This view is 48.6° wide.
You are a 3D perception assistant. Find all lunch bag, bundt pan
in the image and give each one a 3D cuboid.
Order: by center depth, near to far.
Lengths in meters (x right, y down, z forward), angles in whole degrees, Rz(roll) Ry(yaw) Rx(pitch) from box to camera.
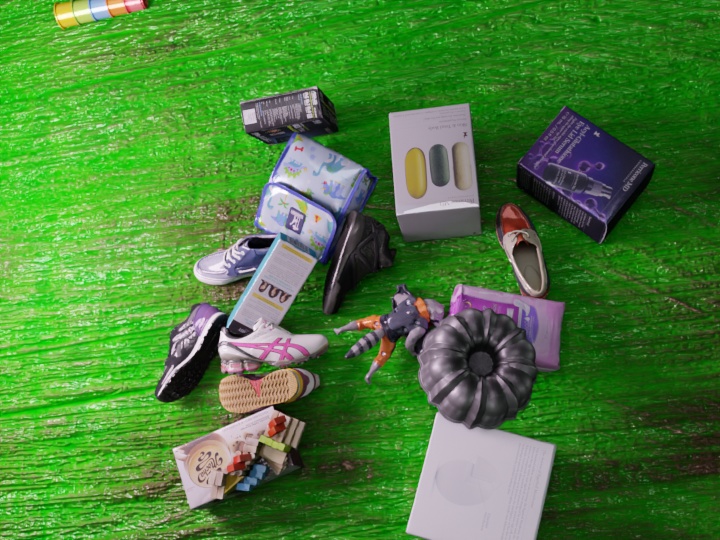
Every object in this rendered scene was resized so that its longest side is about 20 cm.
[{"bbox_3d":[0.194,0.149,1.284,0.200,0.076,0.204,1,69,-3],"label":"bundt pan"},{"bbox_3d":[-0.091,-0.135,1.524,0.169,0.127,0.201,29,93,15],"label":"lunch bag"}]

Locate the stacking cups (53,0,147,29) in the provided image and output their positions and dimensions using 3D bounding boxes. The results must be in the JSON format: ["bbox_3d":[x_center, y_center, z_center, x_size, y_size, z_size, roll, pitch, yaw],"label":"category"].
[{"bbox_3d":[-0.577,-0.585,1.773,0.198,0.061,0.061,-9,72,8],"label":"stacking cups"}]

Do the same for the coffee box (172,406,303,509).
[{"bbox_3d":[-0.216,0.334,1.420,0.199,0.080,0.114,-23,72,3],"label":"coffee box"}]

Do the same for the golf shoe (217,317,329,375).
[{"bbox_3d":[-0.156,0.130,1.432,0.198,0.073,0.093,-7,93,-9],"label":"golf shoe"}]

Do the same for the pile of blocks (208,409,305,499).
[{"bbox_3d":[-0.176,0.319,1.343,0.200,0.062,0.082,-45,73,-4],"label":"pile of blocks"}]

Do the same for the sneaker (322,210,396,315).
[{"bbox_3d":[0.000,0.000,1.483,0.113,0.076,0.201,19,97,-16],"label":"sneaker"}]

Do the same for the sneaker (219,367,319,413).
[{"bbox_3d":[-0.168,0.219,1.458,0.199,0.090,0.076,-10,80,34],"label":"sneaker"}]

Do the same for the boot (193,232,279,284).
[{"bbox_3d":[-0.231,-0.030,1.522,0.198,0.091,0.073,-8,57,5],"label":"boot"}]

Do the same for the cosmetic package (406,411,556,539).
[{"bbox_3d":[0.201,0.362,1.315,0.198,0.123,0.201,14,76,15],"label":"cosmetic package"}]

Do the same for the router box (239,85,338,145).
[{"bbox_3d":[-0.131,-0.293,1.532,0.149,0.200,0.063,-11,91,8],"label":"router box"}]

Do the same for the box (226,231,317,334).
[{"bbox_3d":[-0.163,0.037,1.466,0.082,0.049,0.201,29,103,-15],"label":"box"}]

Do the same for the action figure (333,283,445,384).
[{"bbox_3d":[0.074,0.124,1.423,0.193,0.105,0.201,-34,71,6],"label":"action figure"}]

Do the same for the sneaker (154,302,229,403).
[{"bbox_3d":[-0.332,0.153,1.512,0.087,0.076,0.201,27,76,31],"label":"sneaker"}]

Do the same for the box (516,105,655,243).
[{"bbox_3d":[0.405,-0.173,1.451,0.200,0.104,0.148,37,82,18],"label":"box"}]

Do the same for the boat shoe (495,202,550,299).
[{"bbox_3d":[0.295,-0.038,1.452,0.071,0.063,0.202,-16,70,7],"label":"boat shoe"}]

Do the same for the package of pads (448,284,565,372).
[{"bbox_3d":[0.252,0.100,1.391,0.198,0.076,0.122,10,71,-2],"label":"package of pads"}]

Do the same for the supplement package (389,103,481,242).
[{"bbox_3d":[0.140,-0.176,1.474,0.150,0.151,0.202,-6,73,8],"label":"supplement package"}]
